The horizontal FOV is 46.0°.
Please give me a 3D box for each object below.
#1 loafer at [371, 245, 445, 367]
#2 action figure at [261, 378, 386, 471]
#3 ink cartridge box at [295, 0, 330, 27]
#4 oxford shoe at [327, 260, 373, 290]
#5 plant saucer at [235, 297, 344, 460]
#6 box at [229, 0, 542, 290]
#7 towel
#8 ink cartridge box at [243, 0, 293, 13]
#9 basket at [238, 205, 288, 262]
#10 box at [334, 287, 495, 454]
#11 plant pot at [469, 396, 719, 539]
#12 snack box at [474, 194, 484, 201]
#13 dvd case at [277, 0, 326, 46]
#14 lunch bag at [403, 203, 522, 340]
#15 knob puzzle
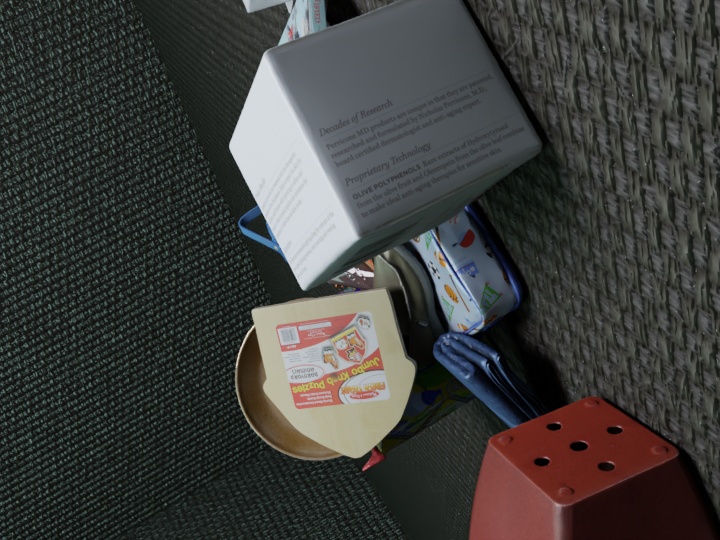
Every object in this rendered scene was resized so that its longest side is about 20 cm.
[{"bbox_3d":[0.048,0.044,1.010,0.075,0.069,0.201,34,153,57],"label":"loafer"},{"bbox_3d":[-0.055,0.180,1.116,0.201,0.099,0.065,61,174,12],"label":"action figure"},{"bbox_3d":[-0.045,-0.265,1.048,0.162,0.050,0.201,-150,64,-69],"label":"ink cartridge box"},{"bbox_3d":[0.000,0.000,1.121,0.200,0.073,0.071,42,-159,17],"label":"oxford shoe"},{"bbox_3d":[-0.056,0.133,1.060,0.201,0.199,0.035,61,-171,2],"label":"plant saucer"},{"bbox_3d":[0.012,-0.114,0.775,0.172,0.199,0.199,61,159,4],"label":"box"},{"bbox_3d":[0.174,0.148,1.000,0.200,0.049,0.112,43,175,-27],"label":"towel"},{"bbox_3d":[-0.129,-0.405,1.052,0.200,0.067,0.117,123,127,-77],"label":"ink cartridge box"},{"bbox_3d":[-0.082,-0.087,1.356,0.200,0.176,0.139,35,158,40],"label":"basket"},{"bbox_3d":[0.058,0.111,1.175,0.200,0.192,0.122,56,168,20],"label":"box"},{"bbox_3d":[0.224,0.245,0.832,0.200,0.199,0.177,-142,37,-63],"label":"plant pot"},{"bbox_3d":[0.069,-0.164,0.905,0.200,0.024,0.072,55,165,29],"label":"snack box"},{"bbox_3d":[-0.074,-0.240,1.025,0.200,0.022,0.147,143,125,-67],"label":"dvd case"},{"bbox_3d":[0.113,0.007,1.004,0.161,0.075,0.200,57,167,8],"label":"lunch bag"},{"bbox_3d":[-0.024,0.127,1.019,0.221,0.219,0.030,62,-159,-4],"label":"knob puzzle"}]
